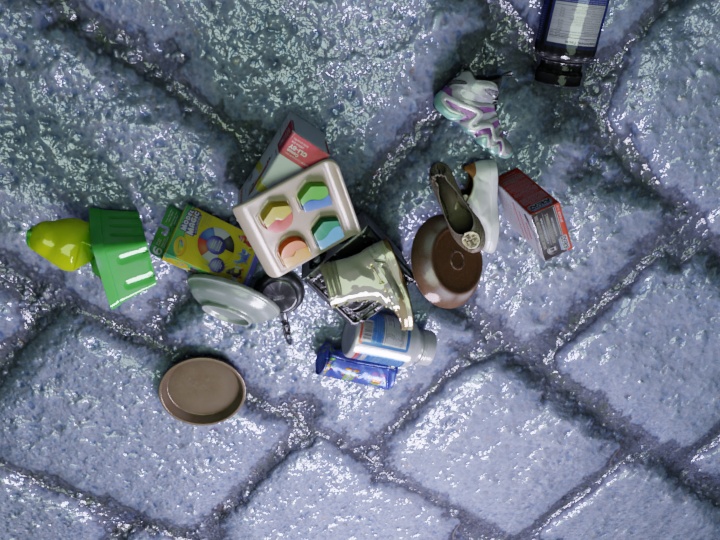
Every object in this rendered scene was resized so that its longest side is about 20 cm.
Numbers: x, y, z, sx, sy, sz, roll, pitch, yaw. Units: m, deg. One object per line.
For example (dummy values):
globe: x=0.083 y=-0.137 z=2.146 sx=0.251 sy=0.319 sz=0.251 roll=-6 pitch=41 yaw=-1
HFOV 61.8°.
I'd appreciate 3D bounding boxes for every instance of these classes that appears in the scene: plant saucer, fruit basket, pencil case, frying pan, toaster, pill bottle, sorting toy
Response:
plant saucer: x=0.193 y=-0.021 z=1.264 sx=0.200 sy=0.037 sz=0.202 roll=4 pitch=83 yaw=-35
fruit basket: x=-0.498 y=-0.032 z=1.118 sx=0.214 sy=0.216 sz=0.156 roll=-7 pitch=119 yaw=-6
plant saucer: x=-0.265 y=0.071 z=1.229 sx=0.199 sy=0.200 sz=0.050 roll=25 pitch=68 yaw=-21
pencil case: x=-0.004 y=0.224 z=1.409 sx=0.199 sy=0.078 sz=0.087 roll=14 pitch=144 yaw=-17
frying pan: x=-0.189 y=0.085 z=1.335 sx=0.114 sy=0.031 sz=0.191 roll=11 pitch=113 yaw=-13
toaster: x=0.000 y=0.000 z=1.265 sx=0.181 sy=0.119 sz=0.200 roll=-39 pitch=117 yaw=13
plant saucer: x=-0.368 y=0.279 z=1.409 sx=0.199 sy=0.030 sz=0.201 roll=-4 pitch=119 yaw=-7
pill bottle: x=0.067 y=0.160 z=1.367 sx=0.199 sy=0.112 sz=0.113 roll=14 pitch=115 yaw=-16
pill bottle: x=0.381 y=-0.443 z=1.092 sx=0.111 sy=0.112 sz=0.201 roll=1 pitch=119 yaw=-10
sorting toy: x=-0.107 y=-0.086 z=1.090 sx=0.199 sy=0.037 sz=0.186 roll=-27 pitch=135 yaw=-6

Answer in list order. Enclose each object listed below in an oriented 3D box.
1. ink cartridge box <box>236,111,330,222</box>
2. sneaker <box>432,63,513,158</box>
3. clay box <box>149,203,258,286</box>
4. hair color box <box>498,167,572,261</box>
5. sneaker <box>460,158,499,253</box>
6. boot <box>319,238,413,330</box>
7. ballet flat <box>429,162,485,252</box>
ink cartridge box: x=-0.149 y=-0.178 z=1.129 sx=0.083 sy=0.145 sz=0.200 roll=29 pitch=110 yaw=-22
sneaker: x=0.253 y=-0.316 z=1.159 sx=0.200 sy=0.078 sz=0.140 roll=31 pitch=110 yaw=-23
clay box: x=-0.303 y=-0.047 z=1.195 sx=0.199 sy=0.115 sz=0.048 roll=26 pitch=155 yaw=-22
hair color box: x=0.343 y=-0.118 z=1.211 sx=0.064 sy=0.200 sz=0.111 roll=-25 pitch=120 yaw=5
sneaker: x=0.245 y=-0.132 z=1.267 sx=0.084 sy=0.073 sz=0.201 roll=-7 pitch=108 yaw=-2
boot: x=0.016 y=0.050 z=1.187 sx=0.154 sy=0.072 sz=0.201 roll=-20 pitch=115 yaw=1
ballet flat: x=0.191 y=-0.127 z=1.213 sx=0.067 sy=0.046 sz=0.201 roll=-25 pitch=86 yaw=23
